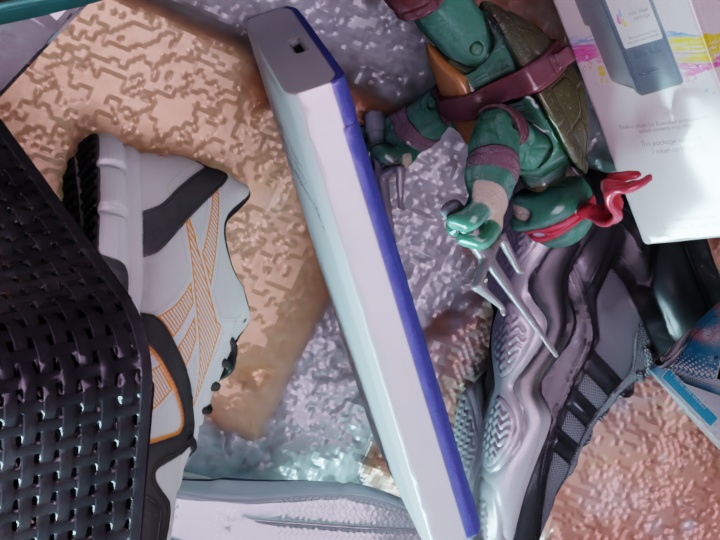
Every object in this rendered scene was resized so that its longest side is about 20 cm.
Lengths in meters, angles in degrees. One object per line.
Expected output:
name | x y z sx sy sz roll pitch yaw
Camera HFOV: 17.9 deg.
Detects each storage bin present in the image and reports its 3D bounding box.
storage bin | -0.160 0.035 0.866 0.094 0.200 0.135 -9 125 -25

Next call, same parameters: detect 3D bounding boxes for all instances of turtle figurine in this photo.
turtle figurine | 0.040 -0.067 0.932 0.101 0.150 0.200 -30 101 -13

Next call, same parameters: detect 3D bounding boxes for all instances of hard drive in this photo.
hard drive | 0.000 0.000 0.946 0.025 0.132 0.200 -19 111 -4

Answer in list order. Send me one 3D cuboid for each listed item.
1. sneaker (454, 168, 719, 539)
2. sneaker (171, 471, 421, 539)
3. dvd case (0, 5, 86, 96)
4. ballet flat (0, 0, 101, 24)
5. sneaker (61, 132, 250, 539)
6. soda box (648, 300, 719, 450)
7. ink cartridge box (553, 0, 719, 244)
sneaker | 0.108 0.050 1.019 0.114 0.075 0.200 5 104 -12
sneaker | -0.044 0.118 1.007 0.200 0.071 0.073 13 94 -11
dvd case | -0.220 -0.097 0.922 0.200 0.022 0.146 -46 112 5
ballet flat | -0.179 -0.114 0.883 0.200 0.074 0.074 -19 111 -12
sneaker | -0.081 0.042 0.942 0.080 0.074 0.200 6 77 -24
soda box | 0.183 0.062 0.982 0.064 0.200 0.068 -44 69 2
ink cartridge box | 0.136 -0.126 0.946 0.117 0.067 0.200 -44 120 -43
